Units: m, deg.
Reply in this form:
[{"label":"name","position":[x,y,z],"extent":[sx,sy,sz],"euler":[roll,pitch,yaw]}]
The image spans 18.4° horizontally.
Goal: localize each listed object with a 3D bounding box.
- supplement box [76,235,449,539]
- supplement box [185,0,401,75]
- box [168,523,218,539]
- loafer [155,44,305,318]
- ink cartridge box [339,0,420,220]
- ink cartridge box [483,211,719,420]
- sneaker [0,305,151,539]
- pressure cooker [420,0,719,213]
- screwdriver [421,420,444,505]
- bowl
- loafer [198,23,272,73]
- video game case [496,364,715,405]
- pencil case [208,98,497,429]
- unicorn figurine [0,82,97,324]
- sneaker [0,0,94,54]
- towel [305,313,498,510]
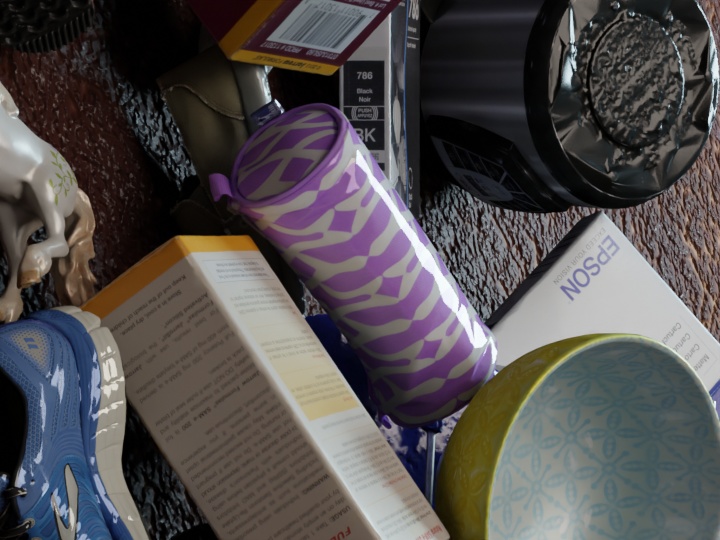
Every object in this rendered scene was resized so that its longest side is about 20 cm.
[{"label":"supplement box","position":[-0.048,0.082,1.137],"extent":[0.200,0.073,0.126],"euler":[56,12,8]},{"label":"supplement box","position":[-0.072,-0.214,1.259],"extent":[0.200,0.086,0.110],"euler":[54,23,20]},{"label":"box","position":[-0.027,0.244,1.185],"extent":[0.159,0.046,0.201],"euler":[12,64,-31]},{"label":"loafer","position":[-0.075,-0.035,1.285],"extent":[0.075,0.069,0.201],"euler":[-104,-176,-77]},{"label":"ink cartridge box","position":[0.012,-0.129,1.427],"extent":[0.099,0.039,0.201],"euler":[-19,108,-76]},{"label":"ink cartridge box","position":[0.162,0.097,1.498],"extent":[0.200,0.041,0.200],"euler":[47,66,-8]},{"label":"sneaker","position":[-0.156,0.120,1.065],"extent":[0.089,0.078,0.201],"euler":[-7,83,-44]},{"label":"pressure cooker","position":[0.129,-0.130,1.553],"extent":[0.178,0.200,0.177],"euler":[-8,100,-36]},{"label":"screwdriver","position":[0.043,0.110,1.301],"extent":[0.028,0.029,0.201],"euler":[15,61,-24]},{"label":"bowl","position":[0.106,0.128,1.268],"extent":[0.200,0.108,0.201],"euler":[-6,100,-41]},{"label":"loafer","position":[-0.047,-0.164,1.378],"extent":[0.070,0.070,0.200],"euler":[51,36,-23]},{"label":"video game case","position":[0.115,0.155,1.383],"extent":[0.045,0.199,0.182],"euler":[102,-3,-63]},{"label":"pencil case","position":[0.000,0.000,1.241],"extent":[0.200,0.085,0.084],"euler":[54,4,-30]},{"label":"unicorn figurine","position":[-0.187,-0.065,1.095],"extent":[0.200,0.074,0.138],"euler":[68,25,-48]},{"label":"sneaker","position":[-0.209,-0.203,1.131],"extent":[0.200,0.070,0.094],"euler":[48,21,-36]},{"label":"towel","position":[0.015,0.135,1.322],"extent":[0.147,0.050,0.201],"euler":[18,61,-24]}]
